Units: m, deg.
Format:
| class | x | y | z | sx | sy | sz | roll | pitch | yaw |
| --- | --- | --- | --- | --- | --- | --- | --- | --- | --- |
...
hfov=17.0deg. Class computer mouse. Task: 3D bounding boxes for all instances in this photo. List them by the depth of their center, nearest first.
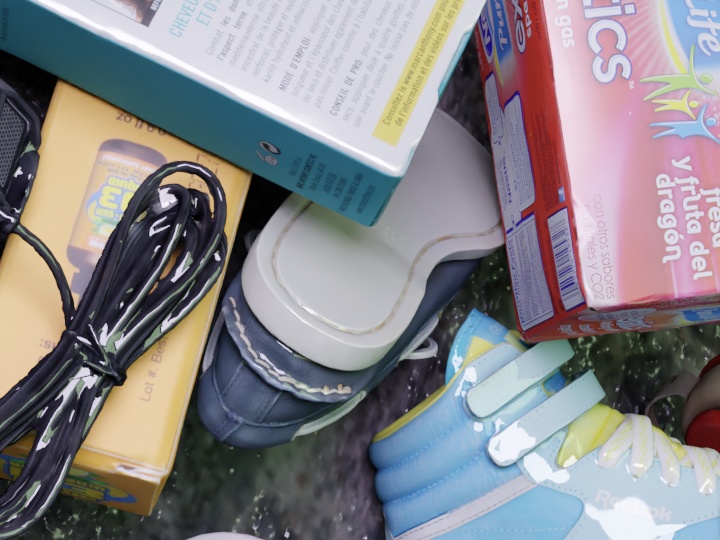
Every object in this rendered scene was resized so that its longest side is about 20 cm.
| class | x | y | z | sx | sy | sz | roll | pitch | yaw |
| --- | --- | --- | --- | --- | --- | --- | --- | --- | --- |
| computer mouse | -0.148 | -0.011 | 0.665 | 0.200 | 0.046 | 0.141 | 33 | 68 | -10 |

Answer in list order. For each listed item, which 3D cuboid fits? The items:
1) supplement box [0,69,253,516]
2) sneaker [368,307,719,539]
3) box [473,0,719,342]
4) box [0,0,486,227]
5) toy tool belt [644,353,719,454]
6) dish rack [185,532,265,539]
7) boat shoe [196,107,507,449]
| class | x | y | z | sx | sy | sz | roll | pitch | yaw |
| --- | --- | --- | --- | --- | --- | --- | --- | --- | --- |
| supplement box | -0.066 | -0.030 | 0.739 | 0.066 | 0.069 | 0.200 | 17 | 70 | -4 |
| sneaker | 0.095 | 0.065 | 0.821 | 0.080 | 0.199 | 0.131 | -12 | 86 | -84 |
| box | 0.091 | -0.083 | 0.777 | 0.095 | 0.100 | 0.201 | -7 | 83 | -9 |
| box | -0.066 | -0.095 | 0.697 | 0.200 | 0.049 | 0.082 | 26 | 69 | -1 |
| toy tool belt | 0.158 | 0.143 | 0.902 | 0.123 | 0.125 | 0.200 | -45 | 114 | -46 |
| dish rack | 0.004 | 0.183 | 0.735 | 0.044 | 0.199 | 0.172 | 87 | 22 | -62 |
| boat shoe | 0.000 | 0.000 | 0.794 | 0.075 | 0.062 | 0.200 | 36 | 27 | -3 |
